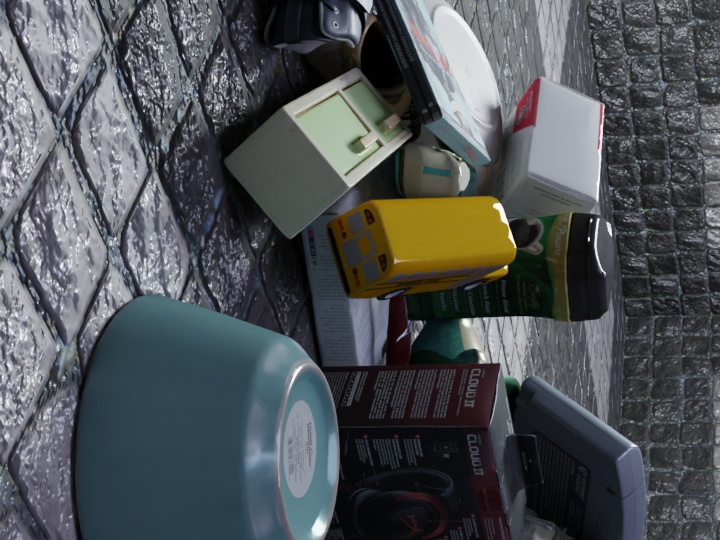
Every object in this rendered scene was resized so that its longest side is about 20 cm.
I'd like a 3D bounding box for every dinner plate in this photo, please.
[{"bbox_3d":[0.098,-0.199,1.293,0.200,0.024,0.201,41,38,-42],"label":"dinner plate"}]

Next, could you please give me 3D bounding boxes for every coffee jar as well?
[{"bbox_3d":[0.139,-0.003,1.228,0.104,0.199,0.086,-71,156,-50],"label":"coffee jar"}]

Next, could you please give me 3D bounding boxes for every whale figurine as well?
[{"bbox_3d":[0.071,0.108,1.280,0.159,0.103,0.201,131,-36,-64],"label":"whale figurine"}]

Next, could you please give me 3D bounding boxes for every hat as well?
[{"bbox_3d":[0.034,0.097,1.176,0.176,0.200,0.166,46,8,30],"label":"hat"}]

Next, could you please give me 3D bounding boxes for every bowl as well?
[{"bbox_3d":[-0.078,0.113,0.785,0.201,0.105,0.202,-2,90,-73],"label":"bowl"}]

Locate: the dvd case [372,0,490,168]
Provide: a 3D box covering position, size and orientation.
[{"bbox_3d":[0.051,-0.196,1.142,0.146,0.022,0.201,26,41,-66],"label":"dvd case"}]

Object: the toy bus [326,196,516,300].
[{"bbox_3d":[0.060,-0.021,1.074,0.200,0.078,0.065,-5,73,-47],"label":"toy bus"}]

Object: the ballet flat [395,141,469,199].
[{"bbox_3d":[0.065,-0.082,1.167,0.200,0.069,0.070,-64,150,-85],"label":"ballet flat"}]

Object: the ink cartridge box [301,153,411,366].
[{"bbox_3d":[0.000,0.000,1.175,0.196,0.043,0.201,-61,148,-61],"label":"ink cartridge box"}]

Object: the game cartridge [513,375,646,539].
[{"bbox_3d":[0.191,0.199,1.159,0.041,0.133,0.201,-36,142,-31],"label":"game cartridge"}]

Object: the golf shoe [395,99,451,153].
[{"bbox_3d":[0.039,-0.163,1.295,0.094,0.077,0.201,9,72,-62],"label":"golf shoe"}]

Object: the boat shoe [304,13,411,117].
[{"bbox_3d":[0.011,-0.176,1.156,0.074,0.069,0.200,-65,155,-5],"label":"boat shoe"}]

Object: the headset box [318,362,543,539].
[{"bbox_3d":[0.039,0.151,1.006,0.075,0.199,0.149,-71,152,-51],"label":"headset box"}]

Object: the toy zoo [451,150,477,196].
[{"bbox_3d":[0.092,-0.093,1.375,0.200,0.020,0.132,172,-84,-79],"label":"toy zoo"}]

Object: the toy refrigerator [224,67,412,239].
[{"bbox_3d":[-0.025,-0.098,1.004,0.076,0.070,0.200,50,22,-2],"label":"toy refrigerator"}]

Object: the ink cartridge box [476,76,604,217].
[{"bbox_3d":[0.170,-0.078,1.360,0.200,0.085,0.148,121,-15,-50],"label":"ink cartridge box"}]

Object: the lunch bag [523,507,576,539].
[{"bbox_3d":[0.104,0.284,1.158,0.140,0.167,0.200,-60,-174,-28],"label":"lunch bag"}]

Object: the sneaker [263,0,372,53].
[{"bbox_3d":[-0.048,-0.254,0.989,0.202,0.077,0.147,40,62,-48],"label":"sneaker"}]
